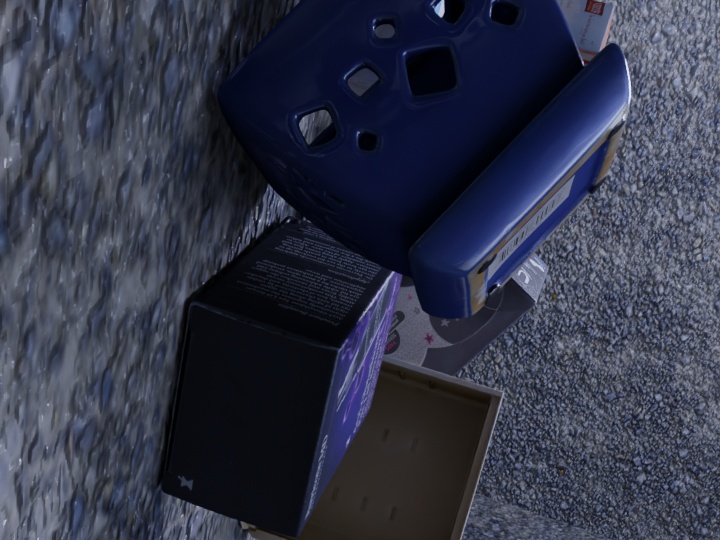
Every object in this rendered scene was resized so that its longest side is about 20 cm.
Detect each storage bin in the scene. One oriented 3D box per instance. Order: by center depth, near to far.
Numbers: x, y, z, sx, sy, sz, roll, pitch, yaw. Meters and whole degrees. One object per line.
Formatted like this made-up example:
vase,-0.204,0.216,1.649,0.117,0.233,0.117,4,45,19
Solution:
storage bin,0.011,0.185,1.062,0.094,0.198,0.200,72,36,-77

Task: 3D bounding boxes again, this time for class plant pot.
plant pot,0.053,-0.089,0.712,0.200,0.180,0.200,-45,167,-5

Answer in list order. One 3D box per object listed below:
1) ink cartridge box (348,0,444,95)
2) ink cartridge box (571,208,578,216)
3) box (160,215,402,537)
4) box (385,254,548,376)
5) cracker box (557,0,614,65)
ink cartridge box,0.031,-0.179,0.966,0.200,0.066,0.117,59,47,-77
ink cartridge box,0.136,-0.148,1.170,0.085,0.145,0.201,93,-14,-53
box,-0.050,0.067,0.803,0.200,0.103,0.149,-54,159,-64
box,0.090,0.033,1.246,0.200,0.132,0.115,-44,-176,24
cracker box,0.142,-0.239,1.105,0.134,0.198,0.058,-59,163,-54
